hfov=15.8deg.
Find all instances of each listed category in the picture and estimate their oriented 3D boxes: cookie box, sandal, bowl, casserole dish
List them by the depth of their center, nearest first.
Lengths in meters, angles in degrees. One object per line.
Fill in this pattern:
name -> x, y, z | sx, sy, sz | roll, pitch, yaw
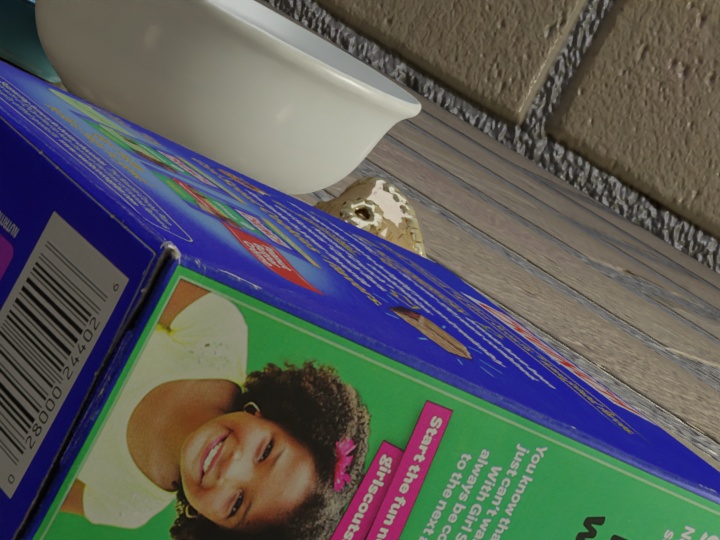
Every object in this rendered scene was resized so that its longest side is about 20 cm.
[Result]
cookie box -> -0.022, 0.028, 0.627 | 0.200, 0.075, 0.171 | 24, 8, -37
sandal -> -0.005, -0.003, 0.972 | 0.078, 0.070, 0.212 | 32, 7, 21
bowl -> -0.079, -0.089, 1.227 | 0.201, 0.090, 0.201 | 30, 6, -4
casserole dish -> -0.192, -0.143, 1.390 | 0.121, 0.039, 0.200 | 28, 7, -13
